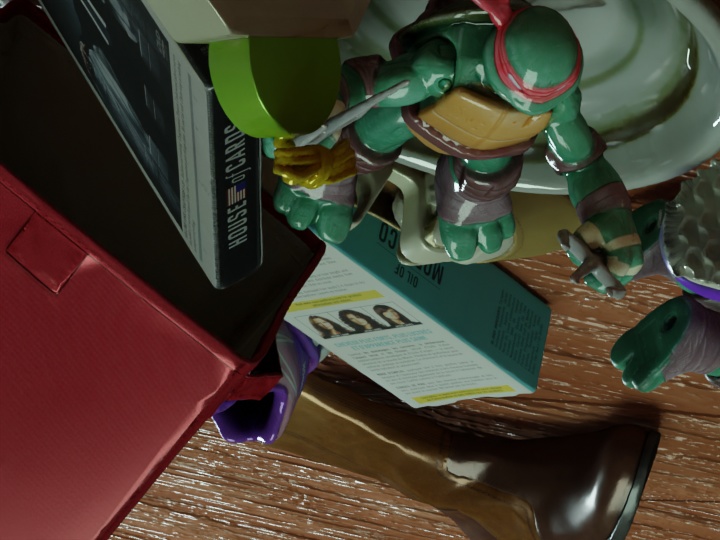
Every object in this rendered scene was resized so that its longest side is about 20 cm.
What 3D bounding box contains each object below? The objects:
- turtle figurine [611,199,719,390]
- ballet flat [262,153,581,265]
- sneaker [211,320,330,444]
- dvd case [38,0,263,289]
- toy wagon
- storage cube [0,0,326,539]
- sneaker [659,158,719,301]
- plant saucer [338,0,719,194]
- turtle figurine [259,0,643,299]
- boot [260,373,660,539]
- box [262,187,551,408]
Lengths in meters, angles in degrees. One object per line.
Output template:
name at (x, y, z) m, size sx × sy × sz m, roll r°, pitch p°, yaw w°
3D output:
turtle figurine at (0.199, 0.050, 1.080) m, size 0.199 × 0.150 × 0.101 m, roll 30°, pitch 107°, yaw -27°
ballet flat at (0.011, -0.036, 1.053) m, size 0.199 × 0.063 × 0.069 m, roll 24°, pitch 147°, yaw -21°
sneaker at (-0.079, 0.023, 1.197) m, size 0.080 × 0.089 × 0.200 m, roll 1°, pitch 150°, yaw 30°
dvd case at (-0.092, -0.107, 0.848) m, size 0.025 × 0.200 × 0.151 m, roll -28°, pitch 158°, yaw -14°
toy wagon at (-0.034, -0.124, 0.725) m, size 0.039 × 0.201 × 0.155 m, roll -3°, pitch -177°, yaw 35°
storage cube at (-0.146, 0.023, 0.997) m, size 0.200 × 0.171 × 0.180 m, roll 40°, pitch 109°, yaw -4°
sneaker at (0.220, -0.007, 0.936) m, size 0.199 × 0.070 × 0.100 m, roll -9°, pitch 147°, yaw 10°
plant saucer at (0.053, -0.098, 0.917) m, size 0.199 × 0.050 × 0.200 m, roll 11°, pitch 155°, yaw 5°
turtle figurine at (0.039, -0.048, 0.855) m, size 0.149 × 0.101 × 0.200 m, roll 25°, pitch 166°, yaw -9°
boot at (0.053, 0.094, 1.335) m, size 0.199 × 0.069 × 0.188 m, roll 26°, pitch 161°, yaw -8°
box at (0.000, 0.000, 1.151) m, size 0.082 × 0.049 × 0.200 m, roll -10°, pitch 146°, yaw 40°
